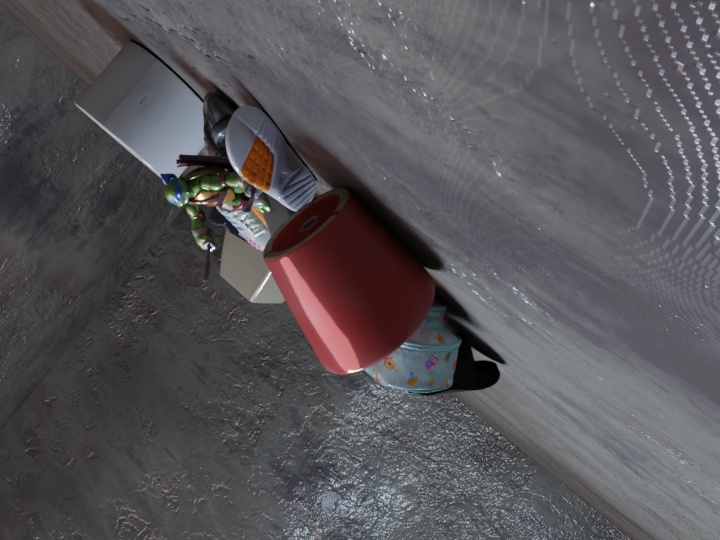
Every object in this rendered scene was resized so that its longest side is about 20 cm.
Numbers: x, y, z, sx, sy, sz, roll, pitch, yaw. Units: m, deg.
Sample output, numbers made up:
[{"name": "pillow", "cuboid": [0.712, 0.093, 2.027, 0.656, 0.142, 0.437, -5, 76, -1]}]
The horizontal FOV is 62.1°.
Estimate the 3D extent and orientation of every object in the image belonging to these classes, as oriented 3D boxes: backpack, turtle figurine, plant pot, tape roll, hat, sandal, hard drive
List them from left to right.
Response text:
[{"name": "tape roll", "cuboid": [-0.362, -0.266, 1.031, 0.202, 0.140, 0.203, 39, 173, 6]}, {"name": "turtle figurine", "cuboid": [-0.186, -0.088, 0.903, 0.198, 0.146, 0.193, 31, -148, 26]}, {"name": "hard drive", "cuboid": [-0.237, -0.107, 1.341, 0.138, 0.038, 0.200, 31, -165, 6]}, {"name": "sandal", "cuboid": [-0.131, -0.144, 0.809, 0.059, 0.080, 0.207, 27, 170, 30]}, {"name": "plant pot", "cuboid": [-0.238, -0.028, 1.514, 0.199, 0.179, 0.199, 36, -166, 25]}, {"name": "plant pot", "cuboid": [-0.024, 0.004, 0.798, 0.178, 0.200, 0.200, 53, 168, -23]}, {"name": "backpack", "cuboid": [0.066, 0.110, 0.974, 0.173, 0.156, 0.199, 7, -161, -35]}, {"name": "hat", "cuboid": [0.153, 0.159, 1.096, 0.200, 0.196, 0.083, -161, 64, -72]}]

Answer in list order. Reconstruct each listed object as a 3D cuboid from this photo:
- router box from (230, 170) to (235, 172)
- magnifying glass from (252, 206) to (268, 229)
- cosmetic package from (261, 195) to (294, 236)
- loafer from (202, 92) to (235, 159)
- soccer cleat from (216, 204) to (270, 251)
[{"name": "router box", "cuboid": [-0.182, -0.152, 1.165, 0.156, 0.052, 0.200, 37, 173, 26]}, {"name": "magnifying glass", "cuboid": [-0.149, -0.068, 1.082, 0.201, 0.022, 0.080, 54, -165, -26]}, {"name": "cosmetic package", "cuboid": [-0.094, -0.032, 1.051, 0.151, 0.051, 0.203, 38, -155, -62]}, {"name": "loafer", "cuboid": [-0.209, -0.213, 0.919, 0.064, 0.071, 0.200, 59, 166, -1]}, {"name": "soccer cleat", "cuboid": [-0.230, -0.104, 1.189, 0.199, 0.070, 0.086, 39, 179, 16]}]
